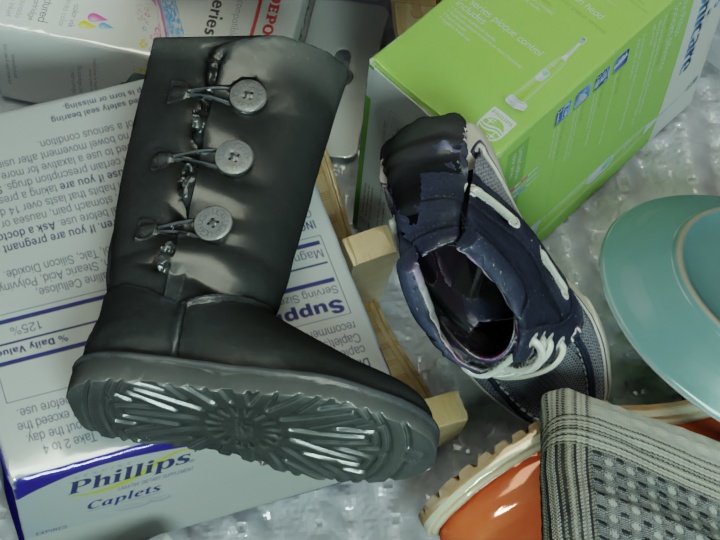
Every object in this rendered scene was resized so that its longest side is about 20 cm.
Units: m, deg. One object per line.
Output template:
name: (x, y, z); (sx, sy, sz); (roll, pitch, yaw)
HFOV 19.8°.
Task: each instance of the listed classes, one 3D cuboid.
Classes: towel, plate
towel: (0.169, 0.131, 0.880); (0.199, 0.035, 0.193); (23, 24, -6)
plate: (0.216, 0.020, 1.031); (0.199, 0.026, 0.201); (15, 37, -12)

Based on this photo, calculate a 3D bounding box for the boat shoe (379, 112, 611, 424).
boat shoe: (0.065, 0.029, 0.960); (0.074, 0.200, 0.093); (-22, 37, 17)

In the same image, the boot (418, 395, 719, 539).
boot: (0.131, 0.118, 0.985); (0.199, 0.075, 0.108); (-13, 65, -14)

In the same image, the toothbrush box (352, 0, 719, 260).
toothbrush box: (0.095, -0.096, 1.066); (0.086, 0.146, 0.200); (41, 65, 19)

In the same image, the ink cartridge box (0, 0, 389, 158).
ink cartridge box: (-0.088, -0.139, 1.121); (0.199, 0.067, 0.118); (11, 58, 2)

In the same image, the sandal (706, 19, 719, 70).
sandal: (0.224, -0.142, 1.143); (0.206, 0.079, 0.059); (40, 66, 20)

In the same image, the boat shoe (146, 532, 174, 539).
boat shoe: (-0.139, 0.204, 0.920); (0.070, 0.071, 0.200); (50, 60, -8)

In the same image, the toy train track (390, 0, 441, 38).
toy train track: (-0.018, -0.155, 1.082); (0.199, 0.033, 0.115); (6, 51, -13)

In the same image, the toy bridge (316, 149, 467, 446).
toy bridge: (0.000, 0.000, 1.043); (0.027, 0.067, 0.201); (-18, 70, -14)

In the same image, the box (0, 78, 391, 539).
box: (-0.104, 0.017, 1.005); (0.183, 0.105, 0.201); (-14, 61, -14)

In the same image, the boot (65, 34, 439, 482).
boot: (-0.033, -0.012, 0.937); (0.164, 0.066, 0.201); (12, 54, -1)
